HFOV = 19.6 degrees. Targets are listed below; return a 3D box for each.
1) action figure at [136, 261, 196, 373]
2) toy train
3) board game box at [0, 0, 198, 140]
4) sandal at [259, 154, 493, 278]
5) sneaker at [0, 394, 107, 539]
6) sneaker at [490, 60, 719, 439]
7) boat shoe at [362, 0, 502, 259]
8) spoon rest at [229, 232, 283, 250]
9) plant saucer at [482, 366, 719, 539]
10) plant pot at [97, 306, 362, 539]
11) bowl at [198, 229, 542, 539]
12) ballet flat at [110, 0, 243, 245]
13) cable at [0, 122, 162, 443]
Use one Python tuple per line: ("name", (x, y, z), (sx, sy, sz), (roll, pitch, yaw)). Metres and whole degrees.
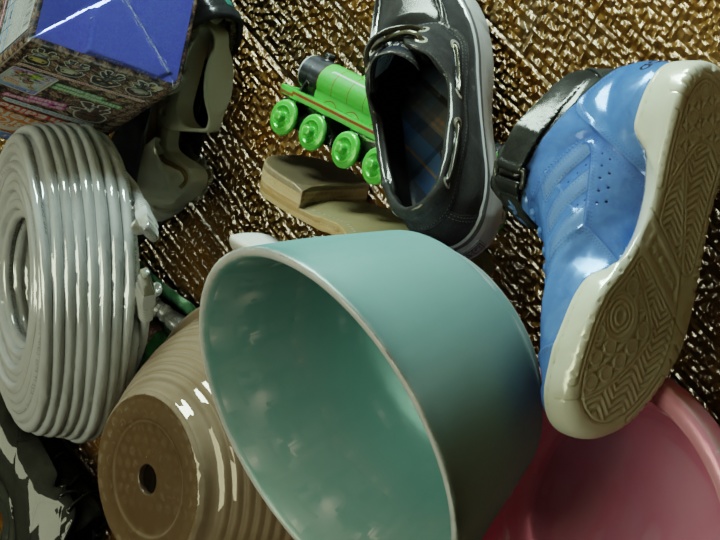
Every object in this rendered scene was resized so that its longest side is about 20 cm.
("action figure", (-0.154, 0.040, 1.401), (0.200, 0.055, 0.119), (31, 111, 38))
("toy train", (0.019, -0.077, 1.216), (0.200, 0.042, 0.057), (31, 103, 43))
("board game box", (-0.177, -0.177, 1.317), (0.200, 0.097, 0.160), (-20, 56, 62))
("sandal", (0.005, 0.000, 1.212), (0.212, 0.077, 0.070), (36, 122, 50))
("sneaker", (-0.218, 0.154, 1.468), (0.091, 0.076, 0.201), (-17, 82, 35))
("sneaker", (0.111, -0.014, 1.058), (0.111, 0.077, 0.201), (5, 73, 47))
("boat shoe", (0.030, -0.099, 1.146), (0.070, 0.066, 0.201), (-21, 56, 27))
("spoon rest", (-0.049, 0.071, 1.292), (0.099, 0.060, 0.201), (30, 126, 45))
("plant saucer", (0.134, 0.144, 1.085), (0.200, 0.051, 0.202), (3, 94, 47))
("plant pot", (-0.086, 0.115, 1.203), (0.200, 0.092, 0.202), (2, 93, 47))
("bowl", (0.018, 0.060, 1.071), (0.201, 0.105, 0.201), (35, 140, 36))
("ballet flat", (-0.121, -0.091, 1.349), (0.073, 0.073, 0.201), (35, 113, 41))
("cable", (-0.187, 0.009, 1.298), (0.200, 0.069, 0.201), (-119, 35, -50))
